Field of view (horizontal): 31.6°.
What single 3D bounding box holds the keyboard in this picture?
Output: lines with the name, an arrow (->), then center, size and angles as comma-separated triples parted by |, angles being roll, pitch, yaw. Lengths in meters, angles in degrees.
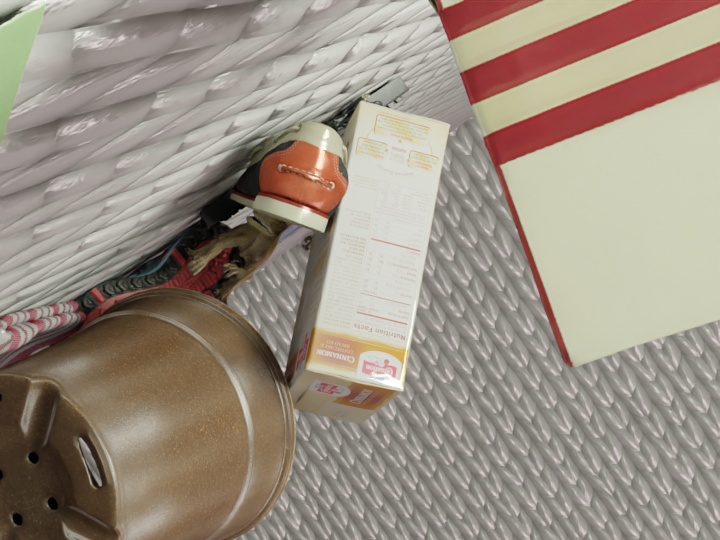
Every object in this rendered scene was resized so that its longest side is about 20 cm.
keyboard -> -0.044, -0.094, 1.023 | 0.199, 0.021, 0.127 | -36, -179, -9

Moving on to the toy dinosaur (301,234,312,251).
toy dinosaur -> -0.081, -0.075, 3.096 | 0.102, 0.077, 0.200 | -28, 175, -21

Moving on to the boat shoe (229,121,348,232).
boat shoe -> -0.046, -0.064, 0.864 | 0.200, 0.071, 0.063 | -160, -93, -81

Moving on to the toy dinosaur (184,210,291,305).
toy dinosaur -> -0.087, -0.022, 1.042 | 0.101, 0.058, 0.200 | -35, -172, 2

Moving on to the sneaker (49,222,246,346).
sneaker -> -0.183, 0.038, 1.078 | 0.200, 0.080, 0.095 | -35, -177, -36

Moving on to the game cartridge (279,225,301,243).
game cartridge -> -0.080, -0.074, 1.669 | 0.129, 0.039, 0.200 | -31, -178, 12

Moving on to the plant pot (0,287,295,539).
plant pot -> -0.177, 0.125, 0.875 | 0.200, 0.201, 0.198 | -34, 173, 24

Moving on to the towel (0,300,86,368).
towel -> -0.273, 0.076, 0.886 | 0.146, 0.030, 0.200 | -36, -179, 3

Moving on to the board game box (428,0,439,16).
board game box -> 0.103, -0.089, 0.504 | 0.104, 0.201, 0.023 | -33, 150, 6

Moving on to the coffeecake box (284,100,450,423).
coffeecake box -> 0.000, 0.000, 0.953 | 0.154, 0.073, 0.201 | 127, -25, -72

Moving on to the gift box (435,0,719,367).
gift box -> 0.119, -0.102, 0.348 | 0.186, 0.201, 0.185 | -18, -170, 17

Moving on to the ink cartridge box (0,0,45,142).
ink cartridge box -> -0.164, 0.020, 0.327 | 0.199, 0.048, 0.145 | -33, 179, -27
